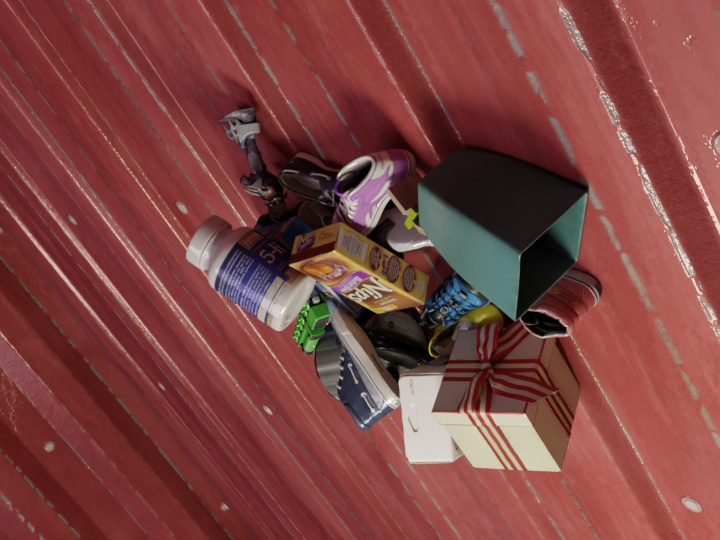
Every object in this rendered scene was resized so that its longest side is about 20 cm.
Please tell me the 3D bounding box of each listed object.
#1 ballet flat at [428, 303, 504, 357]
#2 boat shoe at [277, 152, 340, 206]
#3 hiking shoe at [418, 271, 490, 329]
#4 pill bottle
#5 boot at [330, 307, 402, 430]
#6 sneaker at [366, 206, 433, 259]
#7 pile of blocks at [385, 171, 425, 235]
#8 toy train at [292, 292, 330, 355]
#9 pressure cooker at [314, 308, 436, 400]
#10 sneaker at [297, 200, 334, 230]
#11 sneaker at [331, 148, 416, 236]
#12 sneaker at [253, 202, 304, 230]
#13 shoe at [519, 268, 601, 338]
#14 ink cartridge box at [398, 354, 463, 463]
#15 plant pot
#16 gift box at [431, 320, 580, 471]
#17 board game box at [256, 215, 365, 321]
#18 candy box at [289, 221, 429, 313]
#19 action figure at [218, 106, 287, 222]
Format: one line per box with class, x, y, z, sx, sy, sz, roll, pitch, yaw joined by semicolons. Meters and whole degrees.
ballet flat;0.172;0.109;1.633;0.067;0.067;0.200;48;152;-4
boat shoe;-0.051;-0.137;1.604;0.199;0.060;0.074;27;146;29
hiking shoe;0.151;0.053;1.528;0.074;0.087;0.200;41;166;2
pill bottle;-0.182;-0.002;1.604;0.199;0.120;0.120;32;151;9
boot;-0.015;0.163;1.617;0.201;0.090;0.073;57;-164;26
sneaker;0.062;-0.046;1.573;0.198;0.076;0.114;0;152;32
pile of blocks;0.124;-0.063;1.427;0.199;0.082;0.062;31;150;5
toy train;-0.087;0.099;1.726;0.057;0.041;0.200;65;161;18
pressure cooker;0.032;0.154;1.758;0.199;0.175;0.180;-18;96;58
sneaker;-0.021;-0.054;1.687;0.200;0.075;0.082;42;139;-10
sneaker;-0.014;-0.111;1.467;0.073;0.114;0.201;56;132;22
sneaker;-0.145;-0.081;1.789;0.106;0.075;0.200;37;153;8
shoe;0.242;0.034;1.411;0.199;0.091;0.072;17;142;41
ink cartridge box;0.146;0.228;1.632;0.085;0.200;0.148;-5;92;25
plant pot;0.180;-0.068;1.317;0.199;0.141;0.142;37;152;29
gift box;0.240;0.187;1.513;0.198;0.186;0.187;-10;134;32
board game box;-0.103;0.004;1.719;0.200;0.056;0.195;46;154;-19
candy box;0.000;0.000;1.546;0.199;0.057;0.116;28;153;-33
action figure;-0.176;-0.176;1.662;0.130;0.069;0.202;-120;9;-82
